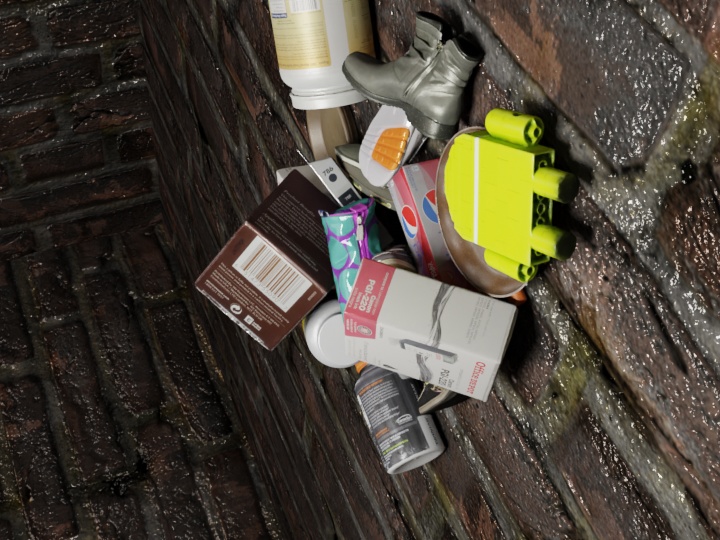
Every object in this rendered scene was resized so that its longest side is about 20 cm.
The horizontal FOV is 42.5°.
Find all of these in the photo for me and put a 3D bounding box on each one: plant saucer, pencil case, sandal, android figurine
[{"bbox_3d":[-0.045,-0.227,1.588,0.200,0.029,0.202,164,90,-71],"label":"plant saucer"},{"bbox_3d":[0.000,0.000,1.356,0.092,0.084,0.202,-165,62,-74],"label":"pencil case"},{"bbox_3d":[0.065,-0.202,1.256,0.079,0.059,0.208,52,131,34],"label":"sandal"},{"bbox_3d":[0.156,-0.082,1.003,0.200,0.041,0.184,28,127,54],"label":"android figurine"},{"bbox_3d":[0.156,-0.070,1.085,0.200,0.032,0.202,33,130,52],"label":"plant saucer"}]

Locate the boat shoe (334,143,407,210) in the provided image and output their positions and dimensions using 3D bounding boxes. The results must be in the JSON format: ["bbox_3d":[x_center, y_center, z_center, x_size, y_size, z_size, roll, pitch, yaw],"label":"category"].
[{"bbox_3d":[0.016,-0.146,1.406,0.202,0.072,0.061,38,135,55],"label":"boat shoe"}]

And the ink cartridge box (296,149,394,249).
[{"bbox_3d":[-0.022,-0.117,1.439,0.200,0.039,0.099,51,-177,-5],"label":"ink cartridge box"}]

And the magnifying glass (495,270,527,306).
[{"bbox_3d":[0.159,-0.050,1.151,0.080,0.022,0.201,120,134,-64],"label":"magnifying glass"}]

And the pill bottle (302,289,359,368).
[{"bbox_3d":[-0.036,0.096,1.514,0.200,0.111,0.113,-141,37,-81],"label":"pill bottle"}]

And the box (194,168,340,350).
[{"bbox_3d":[-0.122,-0.018,1.466,0.166,0.200,0.164,41,125,-4],"label":"box"}]

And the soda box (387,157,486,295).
[{"bbox_3d":[0.104,-0.043,1.230,0.201,0.070,0.063,71,158,10],"label":"soda box"}]

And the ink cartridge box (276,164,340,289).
[{"bbox_3d":[-0.085,-0.069,1.640,0.147,0.082,0.201,-126,28,-57],"label":"ink cartridge box"}]

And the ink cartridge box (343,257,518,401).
[{"bbox_3d":[0.084,0.077,1.157,0.146,0.198,0.085,90,-162,-63],"label":"ink cartridge box"}]

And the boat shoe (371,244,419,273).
[{"bbox_3d":[0.056,-0.004,1.303,0.200,0.071,0.065,24,-129,-65],"label":"boat shoe"}]

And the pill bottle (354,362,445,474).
[{"bbox_3d":[0.056,0.223,1.530,0.106,0.105,0.201,112,139,-61],"label":"pill bottle"}]

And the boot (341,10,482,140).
[{"bbox_3d":[0.065,-0.261,1.140,0.200,0.067,0.131,38,132,30],"label":"boot"}]

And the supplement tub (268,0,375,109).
[{"bbox_3d":[-0.054,-0.345,1.336,0.144,0.143,0.202,-144,43,-62],"label":"supplement tub"}]

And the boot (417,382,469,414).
[{"bbox_3d":[0.112,0.111,1.326,0.151,0.073,0.200,66,156,21],"label":"boot"}]
